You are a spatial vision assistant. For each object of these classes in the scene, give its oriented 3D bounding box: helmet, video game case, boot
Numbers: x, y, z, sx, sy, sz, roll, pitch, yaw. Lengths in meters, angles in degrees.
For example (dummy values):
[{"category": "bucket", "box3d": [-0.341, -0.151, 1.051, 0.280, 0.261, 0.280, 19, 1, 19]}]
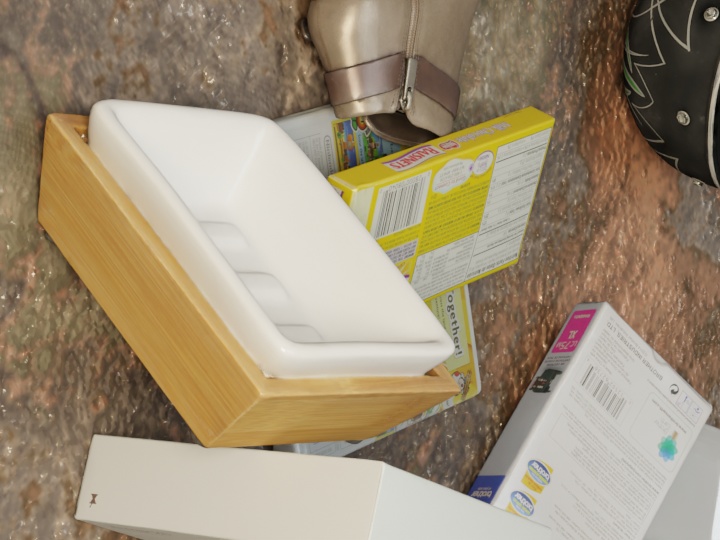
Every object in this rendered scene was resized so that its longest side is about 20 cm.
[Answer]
[{"category": "helmet", "box3d": [0.274, -0.146, 1.516, 0.200, 0.189, 0.202, 1, 90, -87]}, {"category": "video game case", "box3d": [0.000, 0.000, 1.314, 0.182, 0.023, 0.201, -20, 105, -49]}, {"category": "boot", "box3d": [0.042, -0.147, 1.316, 0.199, 0.070, 0.147, 4, 81, -44]}]

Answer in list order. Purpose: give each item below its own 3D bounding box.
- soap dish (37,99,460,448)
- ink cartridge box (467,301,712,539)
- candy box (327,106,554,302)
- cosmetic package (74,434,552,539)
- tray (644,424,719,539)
[{"category": "soap dish", "box3d": [-0.061, 0.004, 1.123, 0.157, 0.200, 0.081, 2, 131, -51]}, {"category": "ink cartridge box", "box3d": [0.142, 0.134, 1.444, 0.119, 0.042, 0.201, 43, 63, -24]}, {"category": "candy box", "box3d": [0.040, -0.029, 1.296, 0.200, 0.026, 0.103, -21, 135, -49]}, {"category": "cosmetic package", "box3d": [-0.025, 0.131, 1.145, 0.150, 0.199, 0.052, 24, 73, -49]}, {"category": "tray", "box3d": [0.212, 0.154, 1.564, 0.200, 0.022, 0.108, 22, 75, -49]}]
